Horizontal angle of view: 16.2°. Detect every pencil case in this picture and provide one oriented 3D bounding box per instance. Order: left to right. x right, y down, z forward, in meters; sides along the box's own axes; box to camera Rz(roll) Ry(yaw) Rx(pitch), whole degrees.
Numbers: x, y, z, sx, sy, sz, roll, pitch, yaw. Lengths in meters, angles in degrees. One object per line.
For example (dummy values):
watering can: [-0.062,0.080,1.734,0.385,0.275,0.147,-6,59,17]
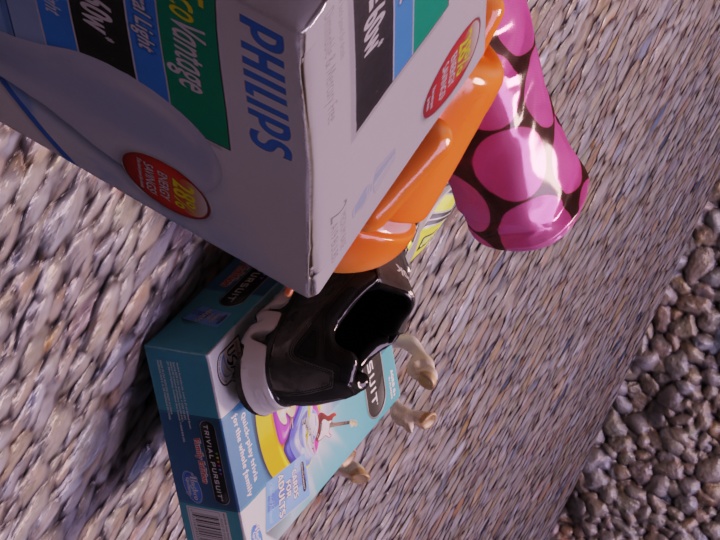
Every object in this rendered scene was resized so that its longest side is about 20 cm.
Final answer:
pencil case: [0.077,-0.114,1.513,0.094,0.090,0.201,-63,142,-48]

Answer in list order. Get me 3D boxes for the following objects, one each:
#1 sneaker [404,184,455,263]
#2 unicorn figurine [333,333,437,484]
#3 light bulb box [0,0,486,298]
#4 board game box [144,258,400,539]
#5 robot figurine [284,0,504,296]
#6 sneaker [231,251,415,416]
sneaker: [0.038,-0.067,1.714,0.200,0.075,0.076,-49,174,-6]
unicorn figurine: [-0.014,0.071,1.714,0.199,0.137,0.074,-24,136,-38]
light bulb box: [-0.068,-0.121,0.854,0.125,0.199,0.199,-56,166,-21]
board game box: [-0.048,0.062,1.549,0.200,0.047,0.152,-47,135,-48]
robot figurine: [0.003,-0.083,1.397,0.116,0.144,0.201,0,125,-55]
sneaker: [0.000,0.000,1.483,0.067,0.090,0.201,57,45,-43]
